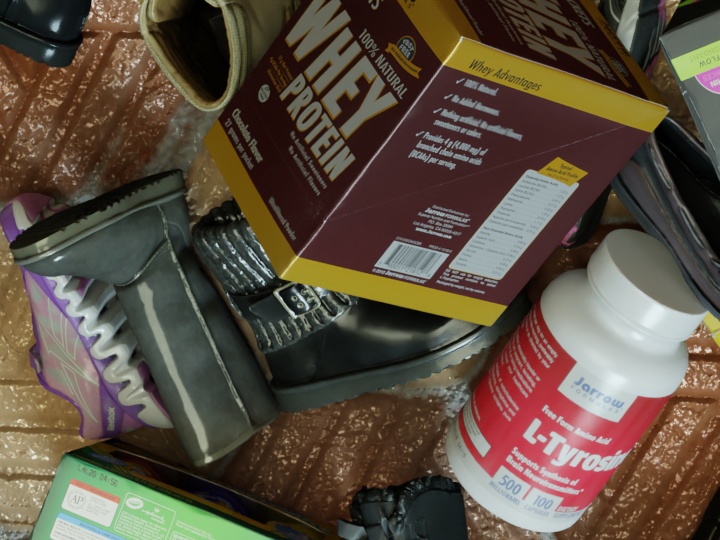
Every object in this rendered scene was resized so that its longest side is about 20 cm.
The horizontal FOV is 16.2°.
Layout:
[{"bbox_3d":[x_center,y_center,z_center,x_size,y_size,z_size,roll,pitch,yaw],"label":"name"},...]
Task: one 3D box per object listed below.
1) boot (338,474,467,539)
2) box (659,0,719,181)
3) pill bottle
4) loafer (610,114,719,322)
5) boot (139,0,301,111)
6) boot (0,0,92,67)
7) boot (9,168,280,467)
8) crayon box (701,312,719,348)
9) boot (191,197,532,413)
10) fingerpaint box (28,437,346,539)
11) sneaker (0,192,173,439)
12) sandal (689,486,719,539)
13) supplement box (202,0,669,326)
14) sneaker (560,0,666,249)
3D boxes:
[{"bbox_3d":[0.062,0.229,1.774,0.073,0.198,0.163,-14,78,32],"label":"boot"},{"bbox_3d":[0.285,-0.136,1.607,0.148,0.200,0.125,-23,99,16],"label":"box"},{"bbox_3d":[0.151,0.073,1.718,0.112,0.112,0.200,34,119,2],"label":"pill bottle"},{"bbox_3d":[0.243,-0.021,1.658,0.200,0.072,0.063,46,151,11],"label":"loafer"},{"bbox_3d":[-0.100,-0.199,1.687,0.072,0.155,0.201,-17,88,21],"label":"boot"},{"bbox_3d":[-0.255,-0.254,1.753,0.199,0.076,0.169,24,111,-2],"label":"boot"},{"bbox_3d":[-0.147,0.043,1.766,0.072,0.182,0.201,-7,102,42],"label":"boot"},{"bbox_3d":[0.330,0.056,1.725,0.127,0.051,0.200,-35,95,17],"label":"crayon box"},{"bbox_3d":[-0.001,0.001,1.757,0.210,0.079,0.158,-19,106,16],"label":"boot"},{"bbox_3d":[-0.114,0.189,1.786,0.199,0.167,0.074,22,92,6],"label":"fingerpaint box"},{"bbox_3d":[-0.210,0.041,1.823,0.088,0.080,0.201,-28,98,25],"label":"sneaker"},{"bbox_3d":[0.250,0.220,1.773,0.057,0.080,0.201,28,108,-11],"label":"sandal"},{"bbox_3d":[0.047,-0.094,1.615,0.200,0.197,0.133,-52,48,25],"label":"supplement box"},{"bbox_3d":[0.140,-0.120,1.709,0.086,0.080,0.201,22,102,16],"label":"sneaker"}]
